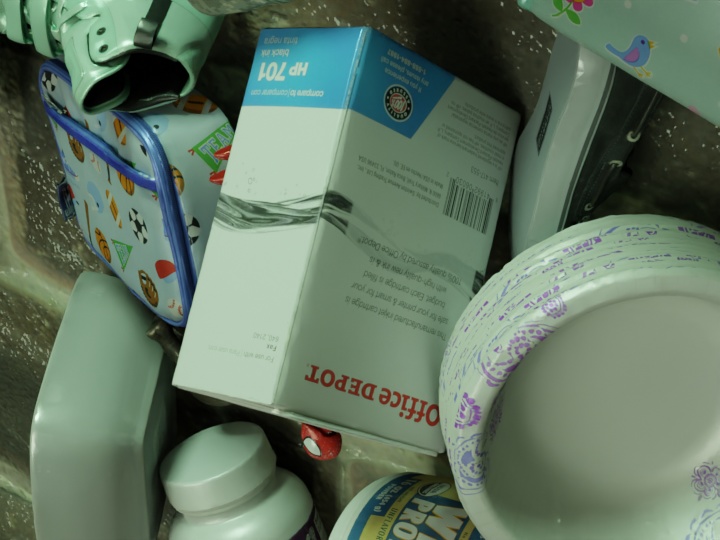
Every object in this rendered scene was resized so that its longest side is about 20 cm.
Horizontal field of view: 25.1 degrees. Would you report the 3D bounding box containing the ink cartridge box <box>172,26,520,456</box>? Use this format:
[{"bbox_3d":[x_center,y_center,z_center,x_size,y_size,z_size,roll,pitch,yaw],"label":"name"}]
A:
[{"bbox_3d":[-0.003,-0.014,0.874,0.086,0.146,0.200,9,81,41],"label":"ink cartridge box"}]

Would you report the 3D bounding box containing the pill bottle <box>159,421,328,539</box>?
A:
[{"bbox_3d":[-0.077,0.218,1.209,0.112,0.112,0.200,0,119,42],"label":"pill bottle"}]

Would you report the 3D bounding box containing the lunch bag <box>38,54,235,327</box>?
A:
[{"bbox_3d":[-0.141,-0.065,1.050,0.200,0.075,0.160,34,142,49],"label":"lunch bag"}]

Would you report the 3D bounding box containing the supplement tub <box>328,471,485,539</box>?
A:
[{"bbox_3d":[0.090,0.208,1.029,0.200,0.145,0.145,1,119,41],"label":"supplement tub"}]

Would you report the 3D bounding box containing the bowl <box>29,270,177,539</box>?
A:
[{"bbox_3d":[-0.182,0.121,1.190,0.074,0.200,0.200,3,128,2],"label":"bowl"}]

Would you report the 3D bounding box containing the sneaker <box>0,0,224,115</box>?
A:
[{"bbox_3d":[-0.184,-0.149,0.967,0.200,0.118,0.074,2,136,5],"label":"sneaker"}]

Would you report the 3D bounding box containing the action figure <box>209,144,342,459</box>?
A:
[{"bbox_3d":[-0.045,0.025,0.944,0.052,0.065,0.200,-18,113,1],"label":"action figure"}]

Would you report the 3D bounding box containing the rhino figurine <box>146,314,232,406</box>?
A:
[{"bbox_3d":[-0.069,0.037,1.109,0.087,0.060,0.200,50,137,-11],"label":"rhino figurine"}]

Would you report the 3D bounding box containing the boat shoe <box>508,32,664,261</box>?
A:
[{"bbox_3d":[0.120,-0.064,0.863,0.056,0.069,0.200,3,146,-7],"label":"boat shoe"}]

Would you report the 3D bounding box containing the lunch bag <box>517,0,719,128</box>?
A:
[{"bbox_3d":[0.183,-0.169,0.691,0.170,0.122,0.200,37,127,25],"label":"lunch bag"}]

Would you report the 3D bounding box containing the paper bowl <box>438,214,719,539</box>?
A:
[{"bbox_3d":[0.140,0.064,0.868,0.200,0.104,0.201,-3,120,-6],"label":"paper bowl"}]

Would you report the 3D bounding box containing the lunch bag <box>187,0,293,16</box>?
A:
[{"bbox_3d":[-0.029,-0.238,0.809,0.168,0.139,0.200,-4,117,44],"label":"lunch bag"}]
